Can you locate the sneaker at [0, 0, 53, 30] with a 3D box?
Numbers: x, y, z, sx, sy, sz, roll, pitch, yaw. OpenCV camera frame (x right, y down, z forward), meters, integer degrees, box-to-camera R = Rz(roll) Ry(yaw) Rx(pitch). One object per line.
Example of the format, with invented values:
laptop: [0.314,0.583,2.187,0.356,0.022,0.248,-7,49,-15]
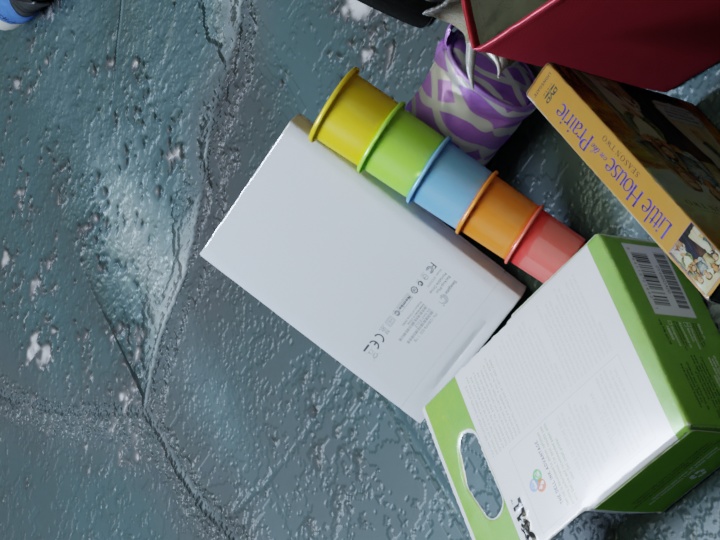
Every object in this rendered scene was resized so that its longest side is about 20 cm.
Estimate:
sneaker: [-0.312,-0.330,2.004,0.111,0.076,0.202,-14,78,53]

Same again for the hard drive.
hard drive: [0.000,0.000,1.537,0.199,0.027,0.132,37,120,0]

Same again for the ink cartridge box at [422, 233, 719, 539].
ink cartridge box: [0.143,0.094,1.415,0.200,0.075,0.149,-46,53,36]

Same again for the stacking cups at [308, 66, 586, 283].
stacking cups: [0.064,-0.061,1.474,0.199,0.061,0.061,32,114,3]

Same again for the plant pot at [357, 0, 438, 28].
plant pot: [-0.033,-0.320,1.605,0.200,0.176,0.201,40,114,45]

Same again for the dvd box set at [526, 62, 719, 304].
dvd box set: [0.203,-0.045,1.312,0.030,0.146,0.200,-57,46,23]

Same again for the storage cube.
storage cube: [0.172,-0.232,1.351,0.200,0.179,0.172,-31,62,43]

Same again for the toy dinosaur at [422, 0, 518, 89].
toy dinosaur: [0.036,-0.215,1.471,0.199,0.102,0.077,30,138,15]

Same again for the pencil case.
pencil case: [0.041,-0.082,1.550,0.085,0.084,0.200,40,121,-2]
